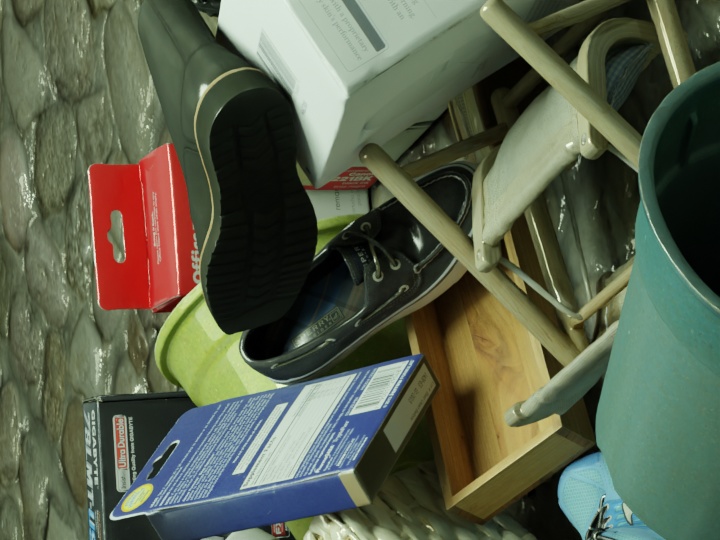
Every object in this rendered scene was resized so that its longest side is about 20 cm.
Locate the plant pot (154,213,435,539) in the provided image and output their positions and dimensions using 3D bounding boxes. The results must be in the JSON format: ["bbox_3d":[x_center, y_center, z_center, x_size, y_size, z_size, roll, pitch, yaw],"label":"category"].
[{"bbox_3d":[-0.015,0.094,1.723,0.185,0.200,0.201,62,146,26],"label":"plant pot"}]

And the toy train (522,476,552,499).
[{"bbox_3d":[0.092,0.055,1.645,0.046,0.034,0.201,-41,53,44],"label":"toy train"}]

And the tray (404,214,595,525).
[{"bbox_3d":[0.083,0.051,1.584,0.099,0.037,0.201,-39,42,28],"label":"tray"}]

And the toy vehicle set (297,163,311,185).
[{"bbox_3d":[-0.050,-0.175,1.747,0.124,0.026,0.201,118,143,-44],"label":"toy vehicle set"}]

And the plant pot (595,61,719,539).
[{"bbox_3d":[0.207,0.032,1.218,0.197,0.199,0.201,106,151,-48],"label":"plant pot"}]

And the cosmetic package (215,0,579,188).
[{"bbox_3d":[0.030,-0.173,1.479,0.123,0.200,0.199,56,167,7],"label":"cosmetic package"}]

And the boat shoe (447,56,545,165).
[{"bbox_3d":[0.075,-0.155,1.627,0.065,0.072,0.201,-27,72,62],"label":"boat shoe"}]

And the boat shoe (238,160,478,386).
[{"bbox_3d":[0.000,0.000,1.601,0.200,0.066,0.070,-37,69,16],"label":"boat shoe"}]

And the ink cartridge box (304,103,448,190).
[{"bbox_3d":[-0.002,-0.162,1.776,0.200,0.083,0.145,136,129,-58],"label":"ink cartridge box"}]

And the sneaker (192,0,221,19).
[{"bbox_3d":[-0.037,-0.231,1.661,0.074,0.199,0.080,73,170,-60],"label":"sneaker"}]

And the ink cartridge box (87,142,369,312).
[{"bbox_3d":[-0.095,-0.032,1.847,0.067,0.199,0.117,156,110,-64],"label":"ink cartridge box"}]

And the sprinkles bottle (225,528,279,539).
[{"bbox_3d":[-0.011,0.246,1.710,0.199,0.068,0.068,26,122,19],"label":"sprinkles bottle"}]

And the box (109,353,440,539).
[{"bbox_3d":[-0.055,0.116,1.585,0.199,0.121,0.032,-13,117,34],"label":"box"}]

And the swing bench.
[{"bbox_3d":[0.128,-0.045,1.436,0.201,0.129,0.199,60,148,10],"label":"swing bench"}]

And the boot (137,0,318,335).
[{"bbox_3d":[-0.089,-0.073,1.558,0.138,0.077,0.201,53,150,41],"label":"boot"}]

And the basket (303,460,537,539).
[{"bbox_3d":[0.053,0.227,1.553,0.200,0.135,0.124,40,127,31],"label":"basket"}]

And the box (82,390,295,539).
[{"bbox_3d":[-0.106,0.189,1.886,0.050,0.198,0.201,166,102,-65],"label":"box"}]

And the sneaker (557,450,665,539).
[{"bbox_3d":[0.155,0.156,1.438,0.200,0.090,0.079,-135,49,-63],"label":"sneaker"}]
